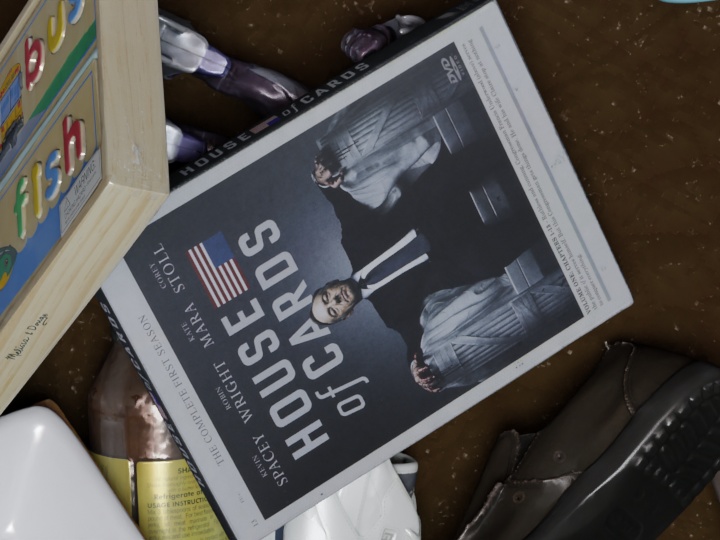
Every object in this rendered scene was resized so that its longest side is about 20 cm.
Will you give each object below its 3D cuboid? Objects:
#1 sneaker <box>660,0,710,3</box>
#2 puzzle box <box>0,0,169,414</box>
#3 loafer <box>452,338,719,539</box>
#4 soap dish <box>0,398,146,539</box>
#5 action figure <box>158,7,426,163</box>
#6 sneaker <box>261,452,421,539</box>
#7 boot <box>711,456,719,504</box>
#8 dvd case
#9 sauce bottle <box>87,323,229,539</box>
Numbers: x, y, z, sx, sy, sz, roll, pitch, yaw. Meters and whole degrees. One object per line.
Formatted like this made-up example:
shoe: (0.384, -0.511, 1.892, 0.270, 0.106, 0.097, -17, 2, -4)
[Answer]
sneaker: (0.202, -0.193, 1.035, 0.200, 0.080, 0.131, -14, 103, 1)
puzzle box: (-0.129, -0.034, 0.987, 0.025, 0.133, 0.200, 12, 143, -26)
loafer: (0.079, 0.109, 1.090, 0.200, 0.071, 0.073, -43, 134, -6)
soap dish: (-0.172, 0.157, 1.015, 0.200, 0.081, 0.157, -23, 65, -30)
action figure: (-0.028, -0.053, 1.063, 0.200, 0.069, 0.130, 18, 87, -10)
sneaker: (-0.013, 0.128, 1.096, 0.080, 0.076, 0.200, 1, 101, -10)
boot: (0.271, 0.101, 1.093, 0.200, 0.064, 0.186, -41, 85, 3)
dvd case: (0.000, 0.000, 1.037, 0.200, 0.025, 0.150, -32, 110, -14)
sauce bottle: (-0.085, 0.082, 1.088, 0.065, 0.065, 0.200, 0, 100, 0)
